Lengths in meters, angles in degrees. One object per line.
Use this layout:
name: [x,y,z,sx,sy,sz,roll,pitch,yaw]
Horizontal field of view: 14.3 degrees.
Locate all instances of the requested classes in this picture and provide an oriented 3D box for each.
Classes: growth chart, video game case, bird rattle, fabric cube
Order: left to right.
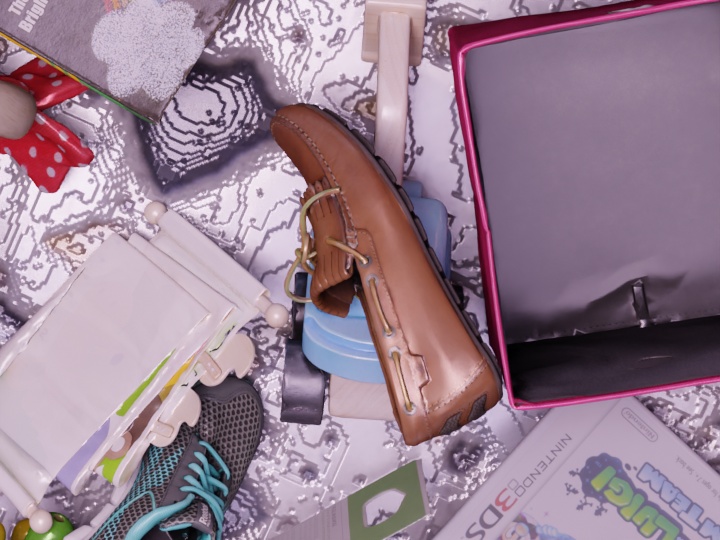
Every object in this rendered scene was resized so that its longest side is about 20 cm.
bird rattle: [-0.236,-0.098,1.570,0.199,0.163,0.113,30,92,-12]
growth chart: [-0.144,0.055,1.632,0.200,0.018,0.145,-42,56,2]
video game case: [0.148,0.183,1.636,0.200,0.024,0.182,42,72,5]
fabric cube: [0.157,-0.048,1.572,0.195,0.199,0.201,-9,98,2]

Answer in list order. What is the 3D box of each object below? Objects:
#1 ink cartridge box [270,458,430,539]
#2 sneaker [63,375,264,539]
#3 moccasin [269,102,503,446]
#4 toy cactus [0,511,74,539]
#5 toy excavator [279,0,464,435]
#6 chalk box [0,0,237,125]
ink cartridge box: [-0.043,0.184,1.627,0.199,0.146,0.048,-26,99,3]
sneaker: [-0.102,0.139,1.614,0.078,0.091,0.200,50,56,-24]
moccasin: [0.000,0.000,1.523,0.077,0.074,0.202,-26,75,-6]
toy cactus: [-0.242,0.216,1.629,0.199,0.165,0.103,-22,121,8]
toy excavator: [0.015,-0.035,1.614,0.099,0.195,0.201,6,125,-1]
chalk box: [-0.169,-0.190,1.567,0.199,0.124,0.125,32,97,-19]
